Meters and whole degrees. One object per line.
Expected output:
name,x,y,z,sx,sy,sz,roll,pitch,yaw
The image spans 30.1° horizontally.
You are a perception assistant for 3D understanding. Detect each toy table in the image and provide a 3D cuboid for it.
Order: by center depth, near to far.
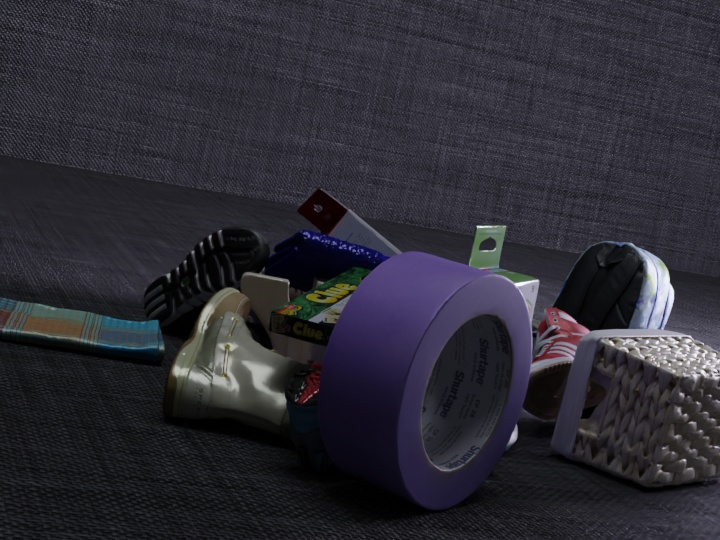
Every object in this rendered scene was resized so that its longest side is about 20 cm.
toy table,-0.044,0.076,1.411,0.181,0.119,0.200,9,7,-18

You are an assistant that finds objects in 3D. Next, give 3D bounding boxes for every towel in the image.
towel,-0.312,0.062,1.461,0.197,0.022,0.147,10,7,-12
towel,0.000,0.000,1.535,0.198,0.050,0.147,16,-19,-19

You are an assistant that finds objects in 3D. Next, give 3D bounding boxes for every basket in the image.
basket,0.314,0.145,1.400,0.198,0.137,0.123,3,15,-46

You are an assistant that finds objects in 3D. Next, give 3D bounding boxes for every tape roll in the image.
tape roll,0.058,0.091,1.127,0.084,0.203,0.199,18,10,36

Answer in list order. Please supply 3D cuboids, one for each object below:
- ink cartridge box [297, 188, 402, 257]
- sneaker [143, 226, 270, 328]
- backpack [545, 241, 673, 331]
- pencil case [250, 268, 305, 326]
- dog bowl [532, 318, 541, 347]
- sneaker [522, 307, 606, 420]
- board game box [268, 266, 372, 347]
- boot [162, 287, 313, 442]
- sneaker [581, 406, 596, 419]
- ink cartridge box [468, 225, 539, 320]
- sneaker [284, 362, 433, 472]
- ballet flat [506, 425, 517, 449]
ink cartridge box,-0.025,-0.007,1.720,0.175,0.084,0.200,40,-12,-4
sneaker,-0.157,0.014,1.595,0.199,0.077,0.115,-27,-28,33
backpack,0.328,0.061,1.775,0.152,0.203,0.162,7,8,-37
pencil case,-0.102,0.031,1.680,0.077,0.090,0.200,-23,5,-11
dog bowl,0.146,0.090,1.760,0.197,0.075,0.200,11,8,-2
sneaker,0.201,0.097,1.443,0.199,0.072,0.112,-1,31,-48
board game box,0.001,0.036,1.268,0.103,0.024,0.200,10,16,19
boot,-0.091,0.092,1.285,0.152,0.073,0.200,13,27,4
sneaker,0.286,0.156,1.537,0.197,0.079,0.077,5,22,-21
ink cartridge box,0.158,0.052,1.567,0.059,0.203,0.103,14,8,26
sneaker,0.003,0.120,1.203,0.079,0.097,0.199,15,23,39
ballet flat,0.141,0.139,1.421,0.068,0.070,0.200,13,8,10
